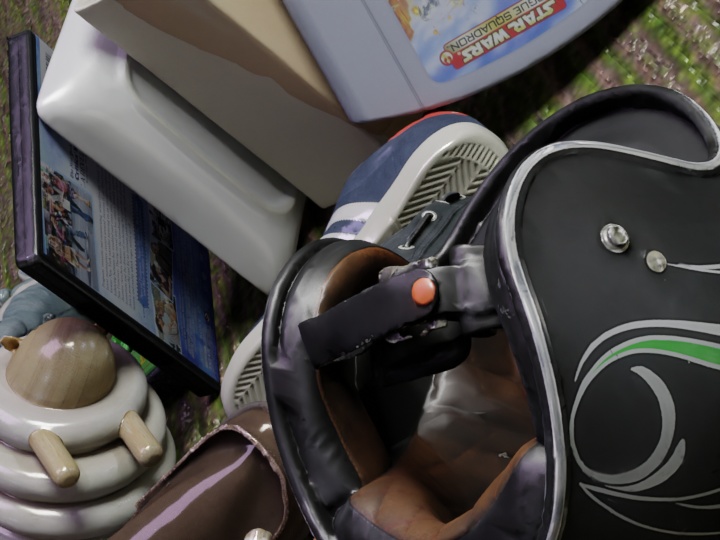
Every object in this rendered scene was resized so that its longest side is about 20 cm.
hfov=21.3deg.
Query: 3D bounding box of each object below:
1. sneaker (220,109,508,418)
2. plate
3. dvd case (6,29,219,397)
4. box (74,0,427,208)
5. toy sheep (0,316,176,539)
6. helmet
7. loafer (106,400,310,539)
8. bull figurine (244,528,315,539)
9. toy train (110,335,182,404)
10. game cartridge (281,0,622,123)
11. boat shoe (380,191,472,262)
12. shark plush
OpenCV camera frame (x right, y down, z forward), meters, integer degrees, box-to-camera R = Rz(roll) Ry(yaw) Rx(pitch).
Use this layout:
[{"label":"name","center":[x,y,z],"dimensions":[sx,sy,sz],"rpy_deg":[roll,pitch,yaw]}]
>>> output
[{"label":"sneaker","center":[0.000,0.000,0.992],"dimensions":[0.200,0.075,0.085],"rpy_deg":[-47,25,8]},{"label":"plate","center":[-0.083,-0.117,1.101],"dimensions":[0.032,0.200,0.201],"rpy_deg":[-17,48,37]},{"label":"dvd case","center":[-0.136,-0.027,1.077],"dimensions":[0.017,0.200,0.144],"rpy_deg":[-17,61,18]},{"label":"box","center":[-0.052,-0.131,1.051],"dimensions":[0.077,0.199,0.096],"rpy_deg":[-18,48,40]},{"label":"toy sheep","center":[-0.166,0.112,1.078],"dimensions":[0.138,0.136,0.202],"rpy_deg":[-107,23,-55]},{"label":"helmet","center":[0.081,0.035,0.696],"dimensions":[0.199,0.189,0.203],"rpy_deg":[10,104,46]},{"label":"loafer","center":[-0.091,0.147,0.969],"dimensions":[0.200,0.073,0.071],"rpy_deg":[-51,-15,30]},{"label":"bull figurine","center":[0.015,0.122,0.851],"dimensions":[0.200,0.065,0.122],"rpy_deg":[-44,27,21]},{"label":"toy train","center":[-0.167,0.094,1.198],"dimensions":[0.200,0.042,0.057],"rpy_deg":[-44,42,26]},{"label":"game cartridge","center":[0.056,-0.163,0.970],"dimensions":[0.199,0.134,0.042],"rpy_deg":[-28,5,18]},{"label":"boat shoe","center":[0.029,0.012,0.841],"dimensions":[0.065,0.075,0.200],"rpy_deg":[4,33,28]},{"label":"shark plush","center":[-0.187,0.015,1.185],"dimensions":[0.083,0.200,0.092],"rpy_deg":[-26,80,19]}]
